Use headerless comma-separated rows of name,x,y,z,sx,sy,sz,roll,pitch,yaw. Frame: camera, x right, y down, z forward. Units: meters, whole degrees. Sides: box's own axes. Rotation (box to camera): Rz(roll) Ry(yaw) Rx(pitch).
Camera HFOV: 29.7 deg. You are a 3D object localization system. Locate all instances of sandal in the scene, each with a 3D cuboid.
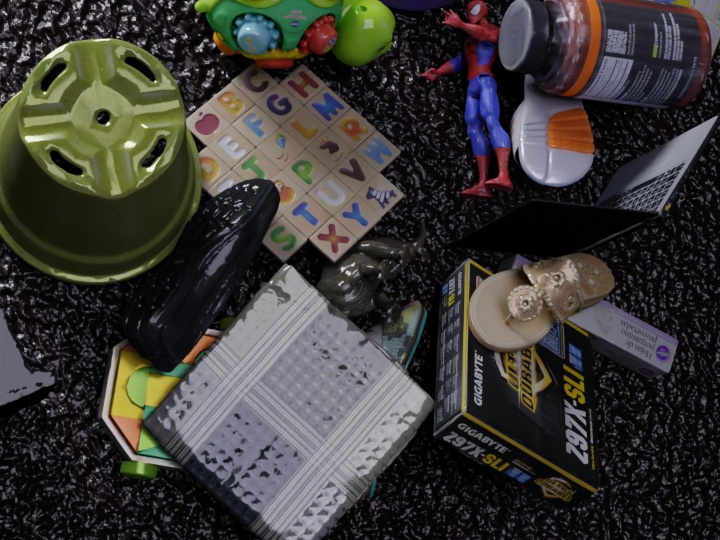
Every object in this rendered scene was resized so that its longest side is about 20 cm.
sandal,0.183,0.009,1.275,0.211,0.070,0.078,-19,65,-46
sandal,0.191,-0.150,1.386,0.079,0.059,0.207,16,48,-10

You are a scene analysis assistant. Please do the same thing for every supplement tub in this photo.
supplement tub,0.241,-0.223,1.354,0.199,0.107,0.108,5,77,-20

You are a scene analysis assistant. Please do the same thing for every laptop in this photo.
laptop,0.215,-0.083,1.311,0.116,0.187,0.200,39,68,-9

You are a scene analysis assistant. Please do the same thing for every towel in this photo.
towel,-0.059,0.126,1.194,0.193,0.035,0.200,43,79,-4

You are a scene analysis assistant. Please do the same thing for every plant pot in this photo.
plant pot,-0.222,-0.103,1.144,0.199,0.184,0.202,3,79,-13

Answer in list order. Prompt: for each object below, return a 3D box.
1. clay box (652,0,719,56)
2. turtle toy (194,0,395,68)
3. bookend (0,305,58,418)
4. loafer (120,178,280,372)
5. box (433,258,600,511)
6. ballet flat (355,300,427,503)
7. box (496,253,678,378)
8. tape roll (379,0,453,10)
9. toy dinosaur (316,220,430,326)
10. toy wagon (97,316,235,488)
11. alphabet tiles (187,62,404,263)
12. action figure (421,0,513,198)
clay box,0.295,-0.288,1.463,0.199,0.048,0.115,30,72,-11
turtle toy,-0.060,-0.243,1.282,0.199,0.146,0.102,-4,100,-22
bookend,-0.385,0.050,1.110,0.198,0.092,0.201,-24,86,-25
loafer,-0.133,0.001,1.199,0.201,0.068,0.071,-55,134,-27
box,0.145,0.104,1.259,0.159,0.049,0.201,33,37,-21
ballet flat,0.003,0.113,1.258,0.071,0.069,0.201,20,75,-8
box,0.225,0.047,1.366,0.199,0.041,0.039,28,70,-14
tape roll,0.057,-0.372,1.373,0.199,0.085,0.201,5,77,-20
toy dinosaur,0.000,0.000,1.268,0.200,0.102,0.077,-61,141,-37
toy wagon,-0.131,0.117,1.218,0.199,0.040,0.156,12,75,-17
alphabet tiles,-0.064,-0.104,1.280,0.200,0.006,0.166,42,67,11
action figure,0.101,-0.180,1.354,0.099,0.065,0.201,9,75,-33
